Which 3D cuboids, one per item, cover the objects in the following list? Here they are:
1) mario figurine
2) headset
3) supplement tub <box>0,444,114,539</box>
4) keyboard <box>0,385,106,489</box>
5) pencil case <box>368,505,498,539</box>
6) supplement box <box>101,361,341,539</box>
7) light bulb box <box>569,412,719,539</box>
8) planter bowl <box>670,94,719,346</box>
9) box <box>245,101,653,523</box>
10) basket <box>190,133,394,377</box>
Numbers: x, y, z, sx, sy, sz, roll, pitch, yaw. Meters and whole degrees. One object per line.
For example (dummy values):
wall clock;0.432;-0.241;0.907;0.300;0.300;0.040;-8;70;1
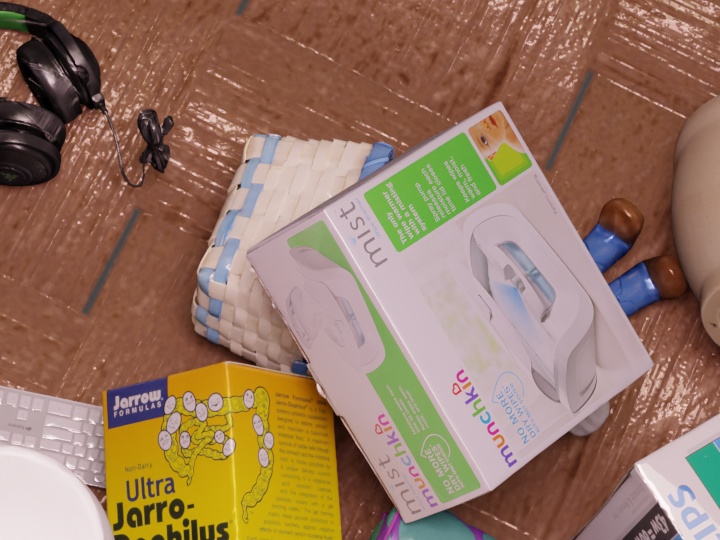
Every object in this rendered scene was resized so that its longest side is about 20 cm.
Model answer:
mario figurine;0.141;0.031;1.746;0.123;0.106;0.200;30;56;35
headset;-0.219;-0.117;1.743;0.200;0.094;0.124;25;68;12
supplement tub;-0.225;0.192;1.573;0.145;0.200;0.145;3;70;-9
keyboard;-0.181;0.117;1.711;0.200;0.011;0.056;12;69;-6
pencil case;0.094;0.216;1.620;0.200;0.092;0.085;28;104;3
supplement box;-0.086;0.169;1.626;0.109;0.109;0.200;15;66;-52
light bulb box;0.264;0.159;1.676;0.200;0.198;0.125;-28;75;-20
planter bowl;0.300;-0.014;1.732;0.200;0.200;0.135;18;57;-3
box;0.056;0.026;1.604;0.176;0.097;0.200;-32;93;-40
basket;0.000;0.000;1.709;0.200;0.139;0.176;17;60;10
